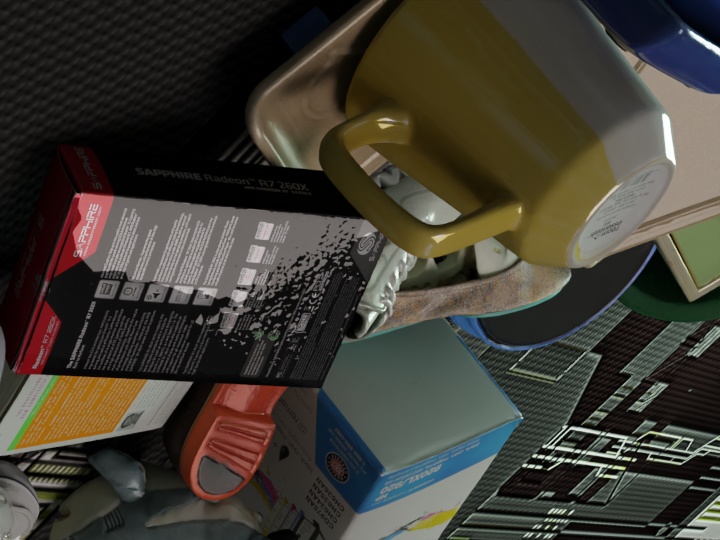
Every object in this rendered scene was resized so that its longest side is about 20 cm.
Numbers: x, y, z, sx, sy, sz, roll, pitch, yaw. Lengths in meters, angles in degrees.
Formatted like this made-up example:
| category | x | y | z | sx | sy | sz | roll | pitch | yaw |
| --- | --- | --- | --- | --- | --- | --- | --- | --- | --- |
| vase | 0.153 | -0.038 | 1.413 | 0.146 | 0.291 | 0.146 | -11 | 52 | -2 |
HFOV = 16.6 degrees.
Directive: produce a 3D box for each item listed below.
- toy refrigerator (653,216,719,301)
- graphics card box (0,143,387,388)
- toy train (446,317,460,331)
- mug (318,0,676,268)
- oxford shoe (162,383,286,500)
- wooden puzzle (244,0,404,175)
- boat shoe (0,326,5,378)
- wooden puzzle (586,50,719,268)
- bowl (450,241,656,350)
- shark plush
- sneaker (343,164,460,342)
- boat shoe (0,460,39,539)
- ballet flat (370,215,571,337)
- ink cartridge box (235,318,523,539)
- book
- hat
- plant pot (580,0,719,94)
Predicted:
| category | x | y | z | sx | sy | sz | roll | pitch | yaw |
| --- | --- | --- | --- | --- | --- | --- | --- | --- | --- |
| toy refrigerator | 0.225 | -0.062 | 1.724 | 0.076 | 0.070 | 0.200 | -30 | 144 | 4 |
| graphics card box | -0.092 | 0.001 | 1.374 | 0.199 | 0.051 | 0.126 | 4 | 124 | -30 |
| toy train | 0.065 | 0.032 | 1.848 | 0.200 | 0.034 | 0.046 | -41 | 171 | 0 |
| mug | 0.082 | -0.071 | 1.383 | 0.186 | 0.153 | 0.150 | -42 | 160 | -5 |
| oxford shoe | -0.074 | 0.046 | 1.612 | 0.071 | 0.072 | 0.201 | 23 | 100 | -42 |
| wooden puzzle | 0.017 | -0.128 | 1.434 | 0.200 | 0.046 | 0.185 | -44 | 160 | -4 |
| boat shoe | -0.266 | 0.091 | 1.352 | 0.200 | 0.072 | 0.062 | -48 | 160 | 27 |
| wooden puzzle | 0.214 | -0.109 | 1.595 | 0.199 | 0.037 | 0.186 | -22 | 130 | -7 |
| bowl | 0.145 | -0.025 | 1.790 | 0.200 | 0.039 | 0.202 | -26 | 142 | -23 |
| shark plush | -0.111 | 0.185 | 1.664 | 0.091 | 0.198 | 0.084 | 59 | 51 | -79 |
| sneaker | 0.000 | 0.000 | 1.536 | 0.199 | 0.081 | 0.075 | -33 | 149 | -29 |
| boat shoe | -0.250 | 0.159 | 1.521 | 0.074 | 0.065 | 0.200 | -45 | 158 | 13 |
| ballet flat | 0.053 | 0.000 | 1.667 | 0.198 | 0.068 | 0.068 | -14 | 122 | -20 |
| ink cartridge box | -0.015 | 0.130 | 1.745 | 0.144 | 0.147 | 0.201 | -20 | 151 | -41 |
| book | -0.148 | 0.044 | 1.494 | 0.134 | 0.048 | 0.200 | -52 | 157 | 19 |
| hat | 0.252 | -0.066 | 1.953 | 0.200 | 0.165 | 0.176 | -53 | -167 | 25 |
| plant pot | 0.181 | -0.214 | 1.316 | 0.180 | 0.200 | 0.200 | -45 | 160 | 15 |
